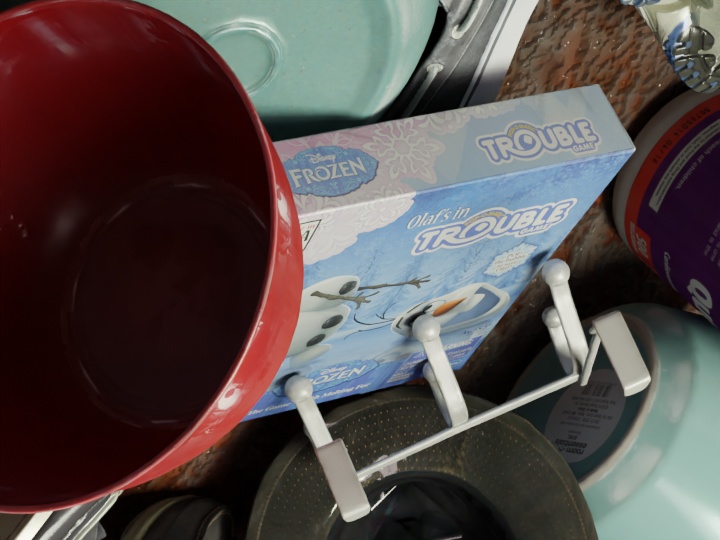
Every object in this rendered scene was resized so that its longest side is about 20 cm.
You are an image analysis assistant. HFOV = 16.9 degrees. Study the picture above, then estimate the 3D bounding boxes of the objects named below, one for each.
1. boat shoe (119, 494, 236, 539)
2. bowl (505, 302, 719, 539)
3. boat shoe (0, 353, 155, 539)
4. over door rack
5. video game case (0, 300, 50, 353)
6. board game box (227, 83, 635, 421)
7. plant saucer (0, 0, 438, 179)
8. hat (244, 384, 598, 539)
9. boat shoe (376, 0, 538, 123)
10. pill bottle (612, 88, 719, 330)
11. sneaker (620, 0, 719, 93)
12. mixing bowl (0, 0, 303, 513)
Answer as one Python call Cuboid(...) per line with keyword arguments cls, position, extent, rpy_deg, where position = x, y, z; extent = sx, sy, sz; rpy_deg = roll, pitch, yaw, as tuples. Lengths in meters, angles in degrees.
Cuboid(cls="boat shoe", position=(-0.091, 0.177, 1.161), extent=(0.200, 0.073, 0.075), rpy_deg=(-57, 150, -58))
Cuboid(cls="bowl", position=(0.147, 0.097, 1.292), extent=(0.105, 0.201, 0.201), rpy_deg=(37, 97, -29))
Cuboid(cls="boat shoe", position=(-0.126, 0.108, 1.034), extent=(0.063, 0.073, 0.200), rpy_deg=(45, 79, -26))
Cuboid(cls="over door rack", position=(0.043, 0.051, 1.115), extent=(0.147, 0.067, 0.200), rpy_deg=(-25, 180, -3))
Cuboid(cls="video game case", position=(-0.247, 0.065, 0.999), extent=(0.182, 0.023, 0.200), rpy_deg=(39, 90, -32))
Cuboid(cls="board game box", position=(0.000, 0.000, 1.124), extent=(0.199, 0.043, 0.199), rpy_deg=(-12, 153, -32))
Cuboid(cls="plant saucer", position=(-0.057, -0.096, 1.017), extent=(0.199, 0.036, 0.201), rpy_deg=(-11, 134, -11))
Cuboid(cls="hat", position=(0.034, 0.160, 1.244), extent=(0.201, 0.201, 0.081), rpy_deg=(-42, 176, -2))
Cuboid(cls="boat shoe", position=(0.039, -0.142, 1.079), extent=(0.068, 0.072, 0.200), rpy_deg=(-10, 136, -35))
Cuboid(cls="pill bottle", position=(0.227, -0.006, 1.240), extent=(0.112, 0.200, 0.113), rpy_deg=(-21, 134, -24))
Cuboid(cls="sneaker", position=(0.135, -0.164, 1.125), extent=(0.077, 0.085, 0.200), rpy_deg=(-29, 144, 4))
Cuboid(cls="mixing bowl", position=(-0.097, 0.003, 0.957), extent=(0.200, 0.200, 0.108), rpy_deg=(-50, 152, 7))
